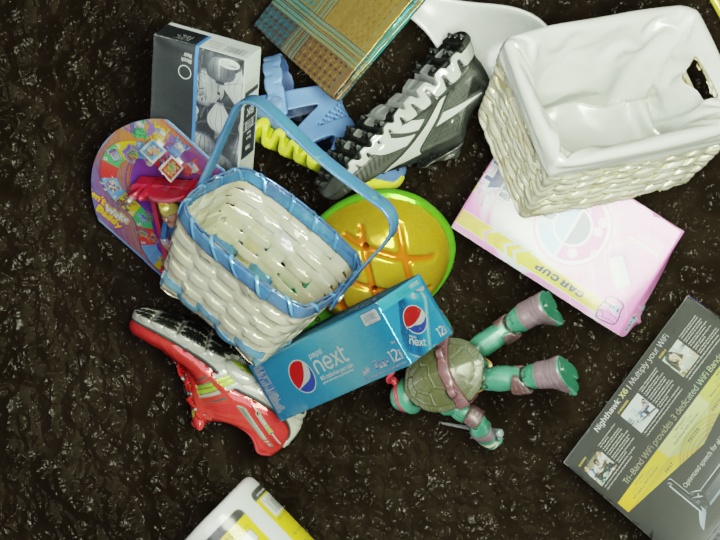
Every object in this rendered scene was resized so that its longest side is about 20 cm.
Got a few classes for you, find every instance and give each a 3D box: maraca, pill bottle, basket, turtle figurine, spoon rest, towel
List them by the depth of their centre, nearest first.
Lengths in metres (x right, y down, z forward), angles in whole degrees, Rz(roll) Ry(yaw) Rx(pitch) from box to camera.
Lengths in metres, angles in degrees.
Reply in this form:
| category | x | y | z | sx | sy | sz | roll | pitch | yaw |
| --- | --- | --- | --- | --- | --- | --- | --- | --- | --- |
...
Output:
| category | x | y | z | sx | sy | sz | roll | pitch | yaw |
| --- | --- | --- | --- | --- | --- | --- | --- | --- | --- |
| basket | -0.078 | -0.034 | 1.493 | 0.176 | 0.139 | 0.200 | 42 | 129 | 6 |
| basket | 0.219 | -0.138 | 1.515 | 0.198 | 0.124 | 0.137 | -13 | 67 | -19 |
| turtle figurine | 0.098 | 0.097 | 1.581 | 0.199 | 0.100 | 0.151 | -22 | 87 | 26 |
| towel | 0.002 | -0.271 | 1.595 | 0.200 | 0.022 | 0.147 | -50 | 53 | 6 |
| spoon rest | 0.097 | -0.223 | 1.603 | 0.199 | 0.061 | 0.100 | 31 | 96 | 5 |
| maraca | 0.000 | 0.000 | 1.604 | 0.137 | 0.107 | 0.200 | 42 | 117 | -19 |
| pill bottle | -0.075 | 0.305 | 1.624 | 0.200 | 0.111 | 0.111 | 45 | 97 | 4 |

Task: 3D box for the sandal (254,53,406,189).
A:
| category | x | y | z | sx | sy | sz | roll | pitch | yaw |
| --- | --- | --- | --- | --- | --- | --- | --- | --- | --- |
| sandal | -0.042 | -0.141 | 1.617 | 0.199 | 0.079 | 0.088 | 28 | 92 | 3 |

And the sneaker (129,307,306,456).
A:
| category | x | y | z | sx | sy | sz | roll | pitch | yaw |
| --- | --- | --- | --- | --- | --- | --- | --- | --- | --- |
| sneaker | -0.149 | 0.110 | 1.643 | 0.199 | 0.077 | 0.085 | 35 | 101 | 4 |

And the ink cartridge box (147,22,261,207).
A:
| category | x | y | z | sx | sy | sz | roll | pitch | yaw |
| --- | --- | --- | --- | --- | --- | --- | --- | --- | --- |
| ink cartridge box | -0.149 | -0.125 | 1.597 | 0.099 | 0.039 | 0.202 | 16 | 123 | 18 |

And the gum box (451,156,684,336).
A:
| category | x | y | z | sx | sy | sz | roll | pitch | yaw |
| --- | --- | --- | --- | --- | --- | --- | --- | --- | --- |
| gum box | 0.199 | -0.036 | 1.596 | 0.199 | 0.066 | 0.114 | 33 | 95 | 4 |

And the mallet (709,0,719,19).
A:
| category | x | y | z | sx | sy | sz | roll | pitch | yaw |
| --- | --- | --- | --- | --- | --- | --- | --- | --- | --- |
| mallet | 0.355 | -0.237 | 1.586 | 0.066 | 0.041 | 0.201 | -37 | 93 | 4 |

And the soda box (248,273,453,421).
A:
| category | x | y | z | sx | sy | sz | roll | pitch | yaw |
| --- | --- | --- | --- | --- | --- | --- | --- | --- | --- |
| soda box | -0.012 | 0.072 | 1.547 | 0.199 | 0.068 | 0.065 | -26 | 95 | 47 |

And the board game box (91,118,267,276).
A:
| category | x | y | z | sx | sy | sz | roll | pitch | yaw |
| --- | --- | --- | --- | --- | --- | --- | --- | --- | --- |
| board game box | -0.179 | -0.044 | 1.607 | 0.200 | 0.039 | 0.158 | 42 | 130 | -4 |

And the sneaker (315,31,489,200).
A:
| category | x | y | z | sx | sy | sz | roll | pitch | yaw |
| --- | --- | --- | --- | --- | --- | --- | --- | --- | --- |
| sneaker | 0.049 | -0.122 | 1.560 | 0.200 | 0.066 | 0.091 | -44 | 114 | -8 |

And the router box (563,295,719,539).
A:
| category | x | y | z | sx | sy | sz | roll | pitch | yaw |
| --- | --- | --- | --- | --- | --- | --- | --- | --- | --- |
| router box | 0.309 | 0.151 | 1.568 | 0.157 | 0.052 | 0.201 | 41 | 98 | 30 |
